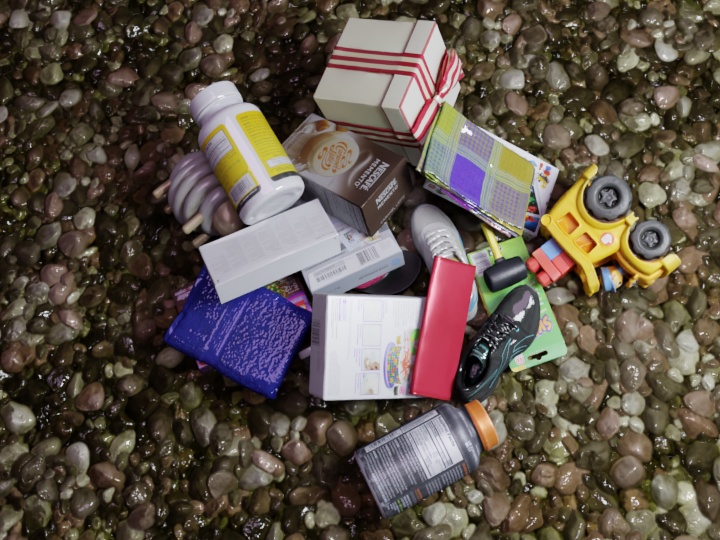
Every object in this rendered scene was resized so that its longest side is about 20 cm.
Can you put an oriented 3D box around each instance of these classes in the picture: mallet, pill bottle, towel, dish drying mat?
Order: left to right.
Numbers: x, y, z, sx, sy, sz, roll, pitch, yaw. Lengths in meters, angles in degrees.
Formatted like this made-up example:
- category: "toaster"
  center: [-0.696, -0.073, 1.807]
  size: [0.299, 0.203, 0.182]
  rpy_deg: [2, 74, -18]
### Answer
- category: "towel"
  center: [-0.182, 0.089, 1.221]
  size: [0.198, 0.050, 0.149]
  rpy_deg: [26, 78, 13]
- category: "pill bottle"
  center: [-0.178, -0.181, 1.216]
  size: [0.110, 0.111, 0.202]
  rpy_deg: [-30, 81, -7]
- category: "pill bottle"
  center: [0.099, 0.263, 1.155]
  size: [0.198, 0.106, 0.107]
  rpy_deg: [-26, 72, -6]
- category: "dish drying mat"
  center: [0.120, 0.085, 1.176]
  size: [0.076, 0.018, 0.204]
  rpy_deg: [13, 85, -25]
- category: "towel"
  center: [0.184, -0.154, 1.229]
  size: [0.198, 0.023, 0.145]
  rpy_deg: [32, 61, -18]
- category: "mallet"
  center: [0.205, -0.071, 1.247]
  size: [0.065, 0.041, 0.204]
  rpy_deg: [-14, 86, -7]

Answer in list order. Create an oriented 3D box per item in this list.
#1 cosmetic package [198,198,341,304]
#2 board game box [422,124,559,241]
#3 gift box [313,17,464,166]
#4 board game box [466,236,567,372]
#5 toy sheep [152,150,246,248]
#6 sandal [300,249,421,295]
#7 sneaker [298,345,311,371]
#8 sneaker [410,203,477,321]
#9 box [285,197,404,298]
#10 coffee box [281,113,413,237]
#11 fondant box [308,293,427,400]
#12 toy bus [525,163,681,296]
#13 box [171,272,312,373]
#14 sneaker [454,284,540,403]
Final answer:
- category: "cosmetic package"
  center: [-0.135, -0.030, 1.209]
  size: [0.197, 0.051, 0.083]
  rpy_deg: [-23, 53, -12]
- category: "board game box"
  center: [0.212, -0.149, 1.296]
  size: [0.198, 0.035, 0.128]
  rpy_deg: [26, 73, -7]
- category: "gift box"
  center: [0.064, -0.286, 1.301]
  size: [0.184, 0.200, 0.187]
  rpy_deg: [13, 75, 29]
- category: "board game box"
  center: [0.244, 0.053, 1.259]
  size: [0.094, 0.030, 0.203]
  rpy_deg: [-18, 69, -2]
- category: "toy sheep"
  center: [-0.253, -0.124, 1.296]
  size: [0.137, 0.138, 0.200]
  rpy_deg: [-39, 67, -10]
- category: "sandal"
  center: [0.000, 0.000, 1.280]
  size: [0.196, 0.045, 0.076]
  rpy_deg: [-2, 70, 3]
- category: "sneaker"
  center: [0.012, 0.127, 1.232]
  size: [0.198, 0.071, 0.100]
  rpy_deg: [-26, 87, -14]
- category: "sneaker"
  center: [0.135, -0.022, 1.262]
  size: [0.075, 0.081, 0.203]
  rpy_deg: [-21, 70, -2]
- category: "box"
  center: [-0.038, -0.060, 1.276]
  size: [0.154, 0.041, 0.202]
  rpy_deg: [-24, 55, -5]
- category: "coffee box"
  center: [-0.030, -0.153, 1.264]
  size: [0.198, 0.080, 0.115]
  rpy_deg: [29, 68, 29]
- category: "fondant box"
  center: [0.026, 0.110, 1.170]
  size: [0.197, 0.058, 0.147]
  rpy_deg: [3, 89, -26]
- category: "toy bus"
  center: [0.359, -0.030, 1.234]
  size: [0.192, 0.136, 0.201]
  rpy_deg: [-41, 76, 3]
- category: "box"
  center: [-0.185, 0.058, 1.275]
  size: [0.197, 0.039, 0.138]
  rpy_deg: [-24, 72, -5]
- category: "sneaker"
  center: [0.204, 0.110, 1.192]
  size: [0.075, 0.079, 0.202]
  rpy_deg: [29, 89, 25]
